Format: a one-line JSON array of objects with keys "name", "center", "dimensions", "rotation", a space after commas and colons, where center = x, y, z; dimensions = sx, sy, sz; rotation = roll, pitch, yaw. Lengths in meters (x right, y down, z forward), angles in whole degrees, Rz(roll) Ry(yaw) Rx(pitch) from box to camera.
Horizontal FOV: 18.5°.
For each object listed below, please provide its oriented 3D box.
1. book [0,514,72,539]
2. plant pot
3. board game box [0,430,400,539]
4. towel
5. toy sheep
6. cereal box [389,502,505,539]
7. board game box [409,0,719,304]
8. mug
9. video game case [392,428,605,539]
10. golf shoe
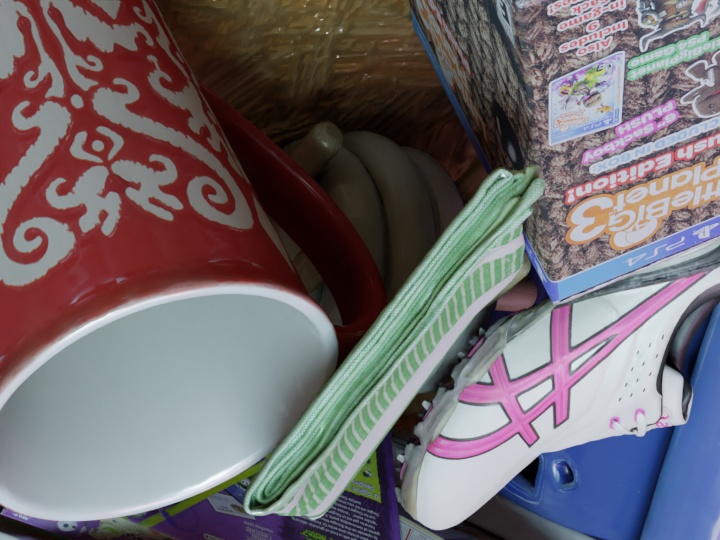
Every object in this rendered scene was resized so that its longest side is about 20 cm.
[{"name": "book", "center": [-0.104, 0.151, 0.984], "dimensions": [0.133, 0.199, 0.048], "rotation": [30, 77, -47]}, {"name": "plant pot", "center": [0.181, 0.044, 1.077], "dimensions": [0.199, 0.180, 0.201], "rotation": [-3, 119, -33]}, {"name": "board game box", "center": [-0.070, 0.092, 1.024], "dimensions": [0.199, 0.120, 0.032], "rotation": [24, 124, -25]}, {"name": "towel", "center": [0.015, 0.034, 0.831], "dimensions": [0.153, 0.023, 0.200], "rotation": [-51, 175, -4]}, {"name": "toy sheep", "center": [0.000, 0.000, 0.990], "dimensions": [0.199, 0.138, 0.138], "rotation": [12, 133, -30]}, {"name": "cereal box", "center": [0.063, 0.154, 1.113], "dimensions": [0.143, 0.200, 0.040], "rotation": [24, 87, -27]}, {"name": "board game box", "center": [0.081, -0.115, 0.850], "dimensions": [0.096, 0.160, 0.200], "rotation": [-22, 148, -4]}, {"name": "mug", "center": [-0.095, -0.021, 0.825], "dimensions": [0.133, 0.201, 0.177], "rotation": [-34, 148, 13]}, {"name": "video game case", "center": [0.106, 0.131, 1.204], "dimensions": [0.182, 0.199, 0.023], "rotation": [13, 96, -50]}, {"name": "golf shoe", "center": [0.093, 0.048, 0.955], "dimensions": [0.200, 0.092, 0.073], "rotation": [-51, 167, 19]}]
